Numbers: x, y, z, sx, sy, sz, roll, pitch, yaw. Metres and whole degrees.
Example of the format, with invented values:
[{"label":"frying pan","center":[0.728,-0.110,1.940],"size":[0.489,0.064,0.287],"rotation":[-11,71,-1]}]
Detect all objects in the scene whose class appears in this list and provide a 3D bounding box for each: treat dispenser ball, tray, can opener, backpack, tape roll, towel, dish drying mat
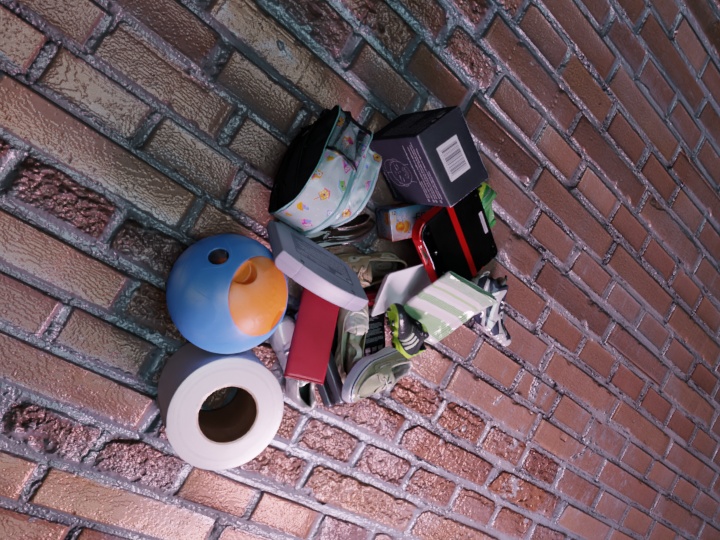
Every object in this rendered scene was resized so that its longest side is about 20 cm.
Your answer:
[{"label":"treat dispenser ball","center":[-0.223,0.038,0.894],"size":[0.200,0.201,0.202],"rotation":[-5,102,-26]},{"label":"tray","center":[0.098,0.028,1.108],"size":[0.200,0.022,0.108],"rotation":[-14,134,-47]},{"label":"can opener","center":[-0.074,0.163,1.029],"size":[0.066,0.052,0.201],"rotation":[-2,71,-64]},{"label":"backpack","center":[-0.067,-0.157,0.930],"size":[0.153,0.175,0.201],"rotation":[40,58,-25]},{"label":"tape roll","center":[-0.253,0.232,0.952],"size":[0.202,0.139,0.204],"rotation":[-6,103,-27]},{"label":"towel","center":[0.171,0.087,1.131],"size":[0.152,0.023,0.200],"rotation":[26,132,-29]},{"label":"dish drying mat","center":[-0.086,0.108,0.996],"size":[0.076,0.018,0.201],"rotation":[17,69,-16]}]

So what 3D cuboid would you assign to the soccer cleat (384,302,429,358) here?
[{"label":"soccer cleat","center":[0.100,0.122,1.109],"size":[0.081,0.068,0.200],"rotation":[-17,145,-2]}]

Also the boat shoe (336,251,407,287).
[{"label":"boat shoe","center":[0.000,0.000,1.076],"size":[0.199,0.064,0.072],"rotation":[-14,106,-24]}]

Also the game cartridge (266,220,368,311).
[{"label":"game cartridge","center":[-0.076,-0.004,0.936],"size":[0.200,0.133,0.041],"rotation":[33,106,-33]}]

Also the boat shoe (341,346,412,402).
[{"label":"boat shoe","center":[0.036,0.201,1.031],"size":[0.200,0.062,0.072],"rotation":[-26,128,-54]}]

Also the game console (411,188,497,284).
[{"label":"game console","center":[0.199,-0.061,1.101],"size":[0.177,0.031,0.200],"rotation":[-41,125,-19]}]

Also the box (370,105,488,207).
[{"label":"box","center":[0.123,-0.217,1.020],"size":[0.107,0.200,0.149],"rotation":[-38,115,-16]}]

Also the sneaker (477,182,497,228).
[{"label":"sneaker","center":[0.263,-0.096,1.186],"size":[0.083,0.074,0.201],"rotation":[14,93,-24]}]

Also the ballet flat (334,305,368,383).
[{"label":"ballet flat","center":[-0.012,0.133,1.040],"size":[0.069,0.069,0.201],"rotation":[2,99,-27]}]

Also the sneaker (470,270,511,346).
[{"label":"sneaker","center":[0.320,0.079,1.245],"size":[0.199,0.079,0.130],"rotation":[43,88,-17]}]

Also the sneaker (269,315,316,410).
[{"label":"sneaker","center":[-0.123,0.183,1.043],"size":[0.070,0.080,0.201],"rotation":[-21,107,-20]}]

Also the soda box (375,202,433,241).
[{"label":"soda box","center":[0.133,-0.114,1.122],"size":[0.199,0.064,0.069],"rotation":[-13,105,-25]}]

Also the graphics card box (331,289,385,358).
[{"label":"graphics card box","center":[-0.010,0.147,1.108],"size":[0.125,0.051,0.201],"rotation":[-10,103,-25]}]

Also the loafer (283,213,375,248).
[{"label":"loafer","center":[-0.061,-0.083,1.023],"size":[0.199,0.073,0.072],"rotation":[-17,109,-23]}]
